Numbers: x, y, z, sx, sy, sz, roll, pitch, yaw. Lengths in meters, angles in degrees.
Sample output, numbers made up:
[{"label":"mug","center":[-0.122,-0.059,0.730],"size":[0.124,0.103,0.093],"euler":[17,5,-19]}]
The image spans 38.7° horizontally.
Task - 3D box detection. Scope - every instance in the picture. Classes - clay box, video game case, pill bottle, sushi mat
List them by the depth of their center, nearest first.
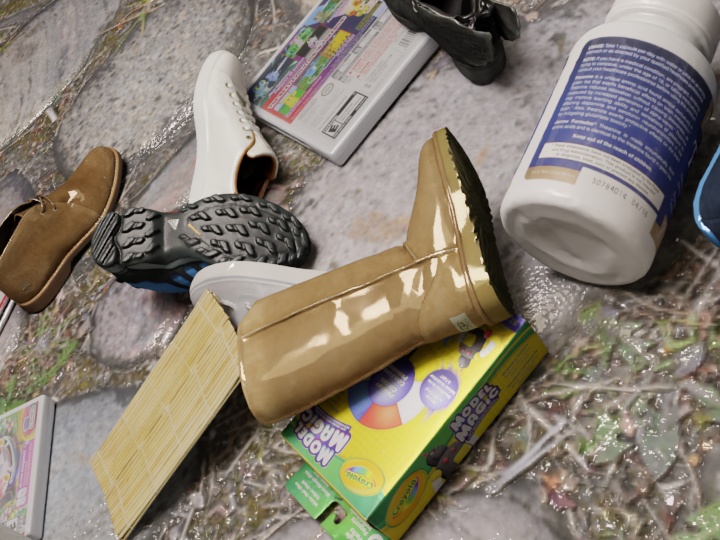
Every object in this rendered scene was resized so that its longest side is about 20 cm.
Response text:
[{"label":"pill bottle","center":[0.185,-0.101,0.724],"size":[0.110,0.111,0.202],"euler":[11,66,40]},{"label":"clay box","center":[0.028,0.099,0.735],"size":[0.201,0.048,0.114],"euler":[-50,44,-7]},{"label":"sushi mat","center":[-0.158,0.118,0.838],"size":[0.201,0.012,0.096],"euler":[-53,42,16]},{"label":"video game case","center":[-0.372,0.214,0.960],"size":[0.198,0.018,0.145],"euler":[-25,47,19]},{"label":"video game case","center":[-0.012,-0.212,1.014],"size":[0.201,0.023,0.182],"euler":[-51,44,-6]}]

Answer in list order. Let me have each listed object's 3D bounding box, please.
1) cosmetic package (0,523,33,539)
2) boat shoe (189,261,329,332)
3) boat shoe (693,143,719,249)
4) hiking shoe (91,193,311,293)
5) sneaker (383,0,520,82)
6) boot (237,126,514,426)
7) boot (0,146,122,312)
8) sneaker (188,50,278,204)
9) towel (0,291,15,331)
[{"label":"cosmetic package","center":[-0.298,0.289,0.719],"size":[0.166,0.200,0.168],"euler":[-28,45,15]},{"label":"boat shoe","center":[-0.068,0.042,0.839],"size":[0.197,0.072,0.069],"euler":[7,62,29]},{"label":"boat shoe","center":[0.294,-0.101,0.675],"size":[0.068,0.083,0.203],"euler":[11,78,61]},{"label":"hiking shoe","center":[-0.138,-0.020,0.925],"size":[0.196,0.087,0.076],"euler":[1,68,9]},{"label":"sneaker","center":[0.072,-0.236,0.892],"size":[0.060,0.104,0.200],"euler":[-39,59,0]},{"label":"boot","center":[0.000,0.000,0.748],"size":[0.198,0.066,0.177],"euler":[-24,47,19]},{"label":"boot","center":[-0.323,-0.060,1.089],"size":[0.073,0.076,0.202],"euler":[7,62,41]},{"label":"sneaker","center":[-0.113,-0.125,0.989],"size":[0.083,0.073,0.203],"euler":[-11,67,24]},{"label":"towel","center":[-0.461,0.045,1.148],"size":[0.197,0.023,0.146],"euler":[0,59,36]}]
